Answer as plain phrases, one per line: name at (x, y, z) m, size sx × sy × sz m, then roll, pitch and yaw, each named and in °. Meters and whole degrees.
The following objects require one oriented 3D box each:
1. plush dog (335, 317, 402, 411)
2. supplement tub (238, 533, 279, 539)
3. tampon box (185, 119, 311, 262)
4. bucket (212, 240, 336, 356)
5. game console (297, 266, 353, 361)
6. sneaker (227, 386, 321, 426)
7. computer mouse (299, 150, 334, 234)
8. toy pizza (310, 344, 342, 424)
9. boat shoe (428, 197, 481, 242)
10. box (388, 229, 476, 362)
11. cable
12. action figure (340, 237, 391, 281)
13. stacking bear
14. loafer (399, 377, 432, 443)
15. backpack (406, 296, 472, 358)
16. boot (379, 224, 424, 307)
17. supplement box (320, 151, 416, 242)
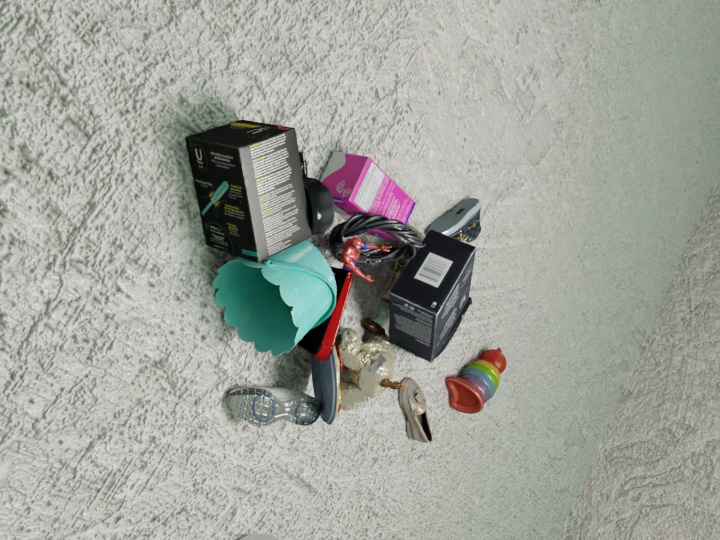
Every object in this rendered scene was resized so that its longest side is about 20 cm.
plush dog at (0.032, 0.207, 1.675) m, size 0.172 × 0.160 × 0.201 m, roll -56°, pitch 148°, yaw -62°
supplement tub at (-0.208, 0.666, 1.536) m, size 0.140 × 0.140 × 0.201 m, roll -25°, pitch 121°, yaw -43°
tampon box at (-0.188, -0.140, 1.263) m, size 0.126 × 0.149 × 0.201 m, roll -29°, pitch 124°, yaw -39°
bucket at (-0.150, 0.038, 1.341) m, size 0.135 × 0.206 × 0.208 m, roll -41°, pitch 132°, yaw -39°
game console at (-0.071, 0.080, 1.462) m, size 0.031 × 0.200 × 0.178 m, roll 21°, pitch 87°, yaw -18°
sneaker at (-0.178, 0.267, 1.486) m, size 0.199 × 0.087 × 0.075 m, roll 16°, pitch 93°, yaw -33°
computer mouse at (-0.084, -0.131, 1.355) m, size 0.052 × 0.200 × 0.139 m, roll -7°, pitch 115°, yaw -15°
toy pizza at (-0.065, 0.211, 1.511) m, size 0.032 × 0.200 × 0.201 m, roll -4°, pitch 109°, yaw -16°
boat shoe at (0.245, -0.100, 1.853) m, size 0.200 × 0.071 × 0.091 m, roll -37°, pitch 125°, yaw -39°
box at (0.155, 0.057, 1.619) m, size 0.197 × 0.117 × 0.200 m, roll -55°, pitch 158°, yaw -31°
cable at (0.035, -0.065, 1.520) m, size 0.163 × 0.199 × 0.051 m, roll 90°, pitch 1°, yaw -58°
action figure at (0.000, 0.000, 1.508) m, size 0.200 × 0.098 × 0.066 m, roll 102°, pitch 4°, yaw -56°
stacking bear at (0.343, 0.298, 2.092) m, size 0.200 × 0.113 × 0.122 m, roll -43°, pitch 133°, yaw -38°
loafer at (0.151, 0.363, 1.915) m, size 0.072 × 0.063 × 0.201 m, roll -38°, pitch 130°, yaw -36°
backpack at (0.175, 0.122, 1.807) m, size 0.163 × 0.153 × 0.201 m, roll 64°, pitch 41°, yaw -60°
boot at (0.094, -0.003, 1.708) m, size 0.156 × 0.073 × 0.200 m, roll -58°, pitch 147°, yaw -21°
supplement box at (0.013, -0.151, 1.537) m, size 0.200 × 0.101 × 0.104 m, roll 38°, pitch 73°, yaw -48°
